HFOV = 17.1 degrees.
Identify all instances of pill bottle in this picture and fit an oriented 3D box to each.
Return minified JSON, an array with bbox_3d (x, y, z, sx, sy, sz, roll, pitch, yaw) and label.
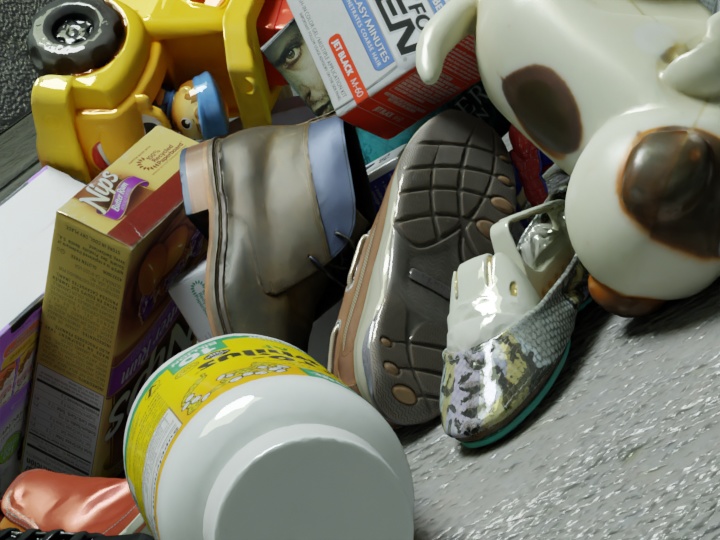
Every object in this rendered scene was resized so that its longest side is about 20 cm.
[{"bbox_3d":[-0.039,0.095,1.059,0.113,0.113,0.200,-33,12,-6],"label":"pill bottle"}]

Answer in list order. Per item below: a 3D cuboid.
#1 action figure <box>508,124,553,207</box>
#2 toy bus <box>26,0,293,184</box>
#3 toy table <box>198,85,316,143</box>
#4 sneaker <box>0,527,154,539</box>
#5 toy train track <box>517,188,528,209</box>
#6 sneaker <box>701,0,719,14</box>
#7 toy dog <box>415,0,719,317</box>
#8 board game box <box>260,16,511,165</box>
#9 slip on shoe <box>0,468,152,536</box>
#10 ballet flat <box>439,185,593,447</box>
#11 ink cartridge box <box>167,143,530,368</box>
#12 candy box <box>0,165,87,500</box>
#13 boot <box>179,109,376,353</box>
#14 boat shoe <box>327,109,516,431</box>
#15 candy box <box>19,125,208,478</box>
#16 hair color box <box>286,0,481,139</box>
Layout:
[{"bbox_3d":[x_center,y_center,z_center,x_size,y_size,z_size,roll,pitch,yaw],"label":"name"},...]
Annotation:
[{"bbox_3d":[0.112,-0.042,1.376,0.065,0.099,0.200,-41,-7,-25],"label":"action figure"},{"bbox_3d":[-0.096,-0.135,1.511,0.192,0.136,0.200,8,54,13],"label":"toy bus"},{"bbox_3d":[-0.044,-0.074,1.616,0.200,0.184,0.117,-8,26,-6],"label":"toy table"},{"bbox_3d":[-0.198,0.148,1.230,0.200,0.112,0.073,-23,16,33],"label":"sneaker"},{"bbox_3d":[0.074,-0.105,1.508,0.115,0.033,0.200,26,90,40],"label":"toy train track"},{"bbox_3d":[0.188,-0.118,1.486,0.080,0.071,0.200,-9,-13,-45],"label":"sneaker"},{"bbox_3d":[0.139,-0.078,1.182,0.194,0.200,0.140,2,-41,-22],"label":"toy dog"},{"bbox_3d":[0.055,-0.144,1.368,0.200,0.135,0.028,-43,-6,19],"label":"board game box"},{"bbox_3d":[-0.169,0.139,1.318,0.200,0.061,0.074,-20,15,38],"label":"slip on shoe"},{"bbox_3d":[0.078,0.013,1.201,0.072,0.072,0.200,-23,15,35],"label":"ballet flat"},{"bbox_3d":[0.000,0.000,1.366,0.200,0.100,0.039,-28,9,9],"label":"ink cartridge box"},{"bbox_3d":[-0.221,0.064,1.457,0.168,0.071,0.200,-47,-21,-51],"label":"candy box"},{"bbox_3d":[-0.031,0.004,1.290,0.097,0.200,0.075,-21,-24,11],"label":"boot"},{"bbox_3d":[0.025,0.000,1.270,0.072,0.076,0.200,-34,28,50],"label":"boat shoe"},{"bbox_3d":[-0.140,0.028,1.421,0.117,0.056,0.200,-47,-22,-49],"label":"candy box"},{"bbox_3d":[0.059,-0.172,1.299,0.200,0.111,0.064,-33,-23,19],"label":"hair color box"}]
